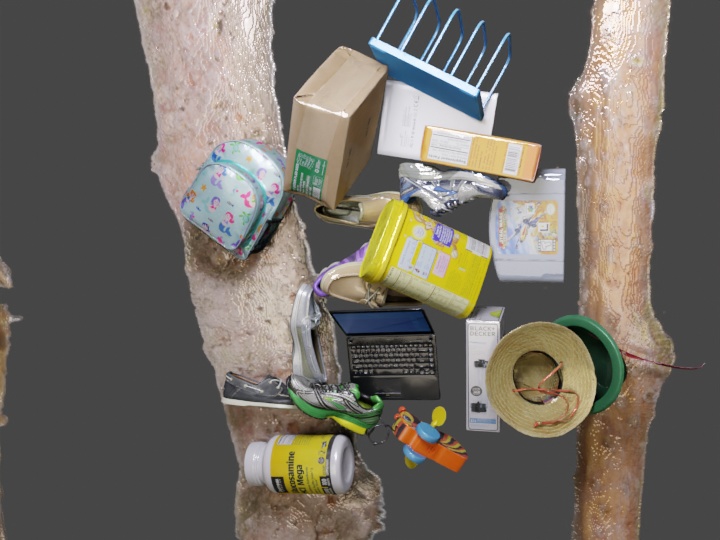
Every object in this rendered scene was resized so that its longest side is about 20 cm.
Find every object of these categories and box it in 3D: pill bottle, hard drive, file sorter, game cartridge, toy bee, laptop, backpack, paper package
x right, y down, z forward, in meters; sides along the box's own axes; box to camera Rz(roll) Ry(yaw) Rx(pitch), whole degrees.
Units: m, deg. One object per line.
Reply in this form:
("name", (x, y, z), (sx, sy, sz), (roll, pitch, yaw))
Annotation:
("pill bottle", (-0.120, 0.378, 1.554), (0.199, 0.112, 0.113), (-4, 99, 16))
("hard drive", (0.136, -0.259, 1.412), (0.199, 0.026, 0.133), (10, 103, 13))
("file sorter", (0.138, -0.362, 1.322), (0.199, 0.139, 0.123), (29, 90, 13))
("game cartridge", (0.293, -0.077, 1.399), (0.132, 0.042, 0.201), (0, 100, 11))
("toy bee", (0.108, 0.299, 1.496), (0.131, 0.109, 0.200), (-39, 113, 10))
("laptop", (0.047, 0.159, 1.473), (0.176, 0.103, 0.201), (-2, 100, 16))
("backpack", (-0.224, -0.142, 1.474), (0.177, 0.151, 0.200), (37, 102, 7))
("paper package", (-0.044, -0.240, 1.350), (0.103, 0.191, 0.201), (22, 135, 10))

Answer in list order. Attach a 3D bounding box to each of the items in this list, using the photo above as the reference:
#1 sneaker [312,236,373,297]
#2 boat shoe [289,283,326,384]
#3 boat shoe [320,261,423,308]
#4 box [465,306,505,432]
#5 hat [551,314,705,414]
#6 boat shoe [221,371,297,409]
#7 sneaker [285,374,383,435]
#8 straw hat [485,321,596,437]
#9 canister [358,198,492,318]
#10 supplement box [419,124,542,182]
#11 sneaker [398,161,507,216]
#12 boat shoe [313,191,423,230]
("sneaker", (0.000, 0.000, 1.467), (0.199, 0.083, 0.081), (-32, 91, 18))
("boat shoe", (-0.096, 0.123, 1.525), (0.064, 0.074, 0.203), (3, 105, 8))
("boat shoe", (0.028, 0.032, 1.422), (0.199, 0.065, 0.072), (4, 121, -23))
("box", (0.225, 0.173, 1.421), (0.060, 0.117, 0.201), (1, 100, 15))
("hat", (0.446, 0.165, 1.411), (0.200, 0.175, 0.166), (51, 130, 36))
("boat shoe", (-0.175, 0.240, 1.568), (0.199, 0.072, 0.068), (6, 81, 10))
("sneaker", (-0.048, 0.236, 1.509), (0.199, 0.078, 0.085), (22, 115, -15))
("straw hat", (0.298, 0.180, 1.364), (0.200, 0.085, 0.202), (0, 96, -4))
("canister", (0.115, -0.016, 1.385), (0.199, 0.087, 0.149), (24, 76, -11))
("supplement box", (0.204, -0.199, 1.353), (0.199, 0.067, 0.069), (15, 98, 13))
("sneaker", (0.158, -0.133, 1.385), (0.199, 0.077, 0.086), (12, 95, 25))
("boat shoe", (0.012, -0.105, 1.447), (0.199, 0.076, 0.072), (-2, 97, 13))
